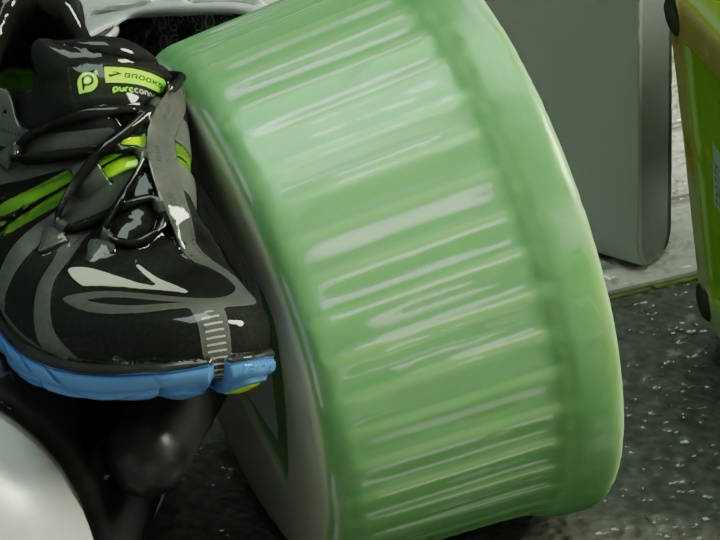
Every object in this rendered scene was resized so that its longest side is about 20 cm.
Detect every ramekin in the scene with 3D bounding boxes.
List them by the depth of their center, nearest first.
[{"bbox_3d":[0.000,0.000,0.959,0.097,0.201,0.200,-19,30,-14],"label":"ramekin"}]

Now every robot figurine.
[{"bbox_3d":[-0.125,0.060,0.922,0.124,0.151,0.200,30,29,-3],"label":"robot figurine"}]

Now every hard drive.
[{"bbox_3d":[0.038,-0.089,1.187,0.199,0.133,0.026,17,33,34],"label":"hard drive"}]

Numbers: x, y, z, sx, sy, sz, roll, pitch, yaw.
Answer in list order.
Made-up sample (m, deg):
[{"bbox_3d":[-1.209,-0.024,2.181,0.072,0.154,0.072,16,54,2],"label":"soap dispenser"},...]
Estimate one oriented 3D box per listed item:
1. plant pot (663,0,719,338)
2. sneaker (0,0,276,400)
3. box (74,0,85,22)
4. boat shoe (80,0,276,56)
[{"bbox_3d":[0.217,-0.033,1.003,0.180,0.201,0.199,-14,29,-8],"label":"plant pot"},{"bbox_3d":[-0.083,-0.025,0.879,0.070,0.083,0.200,-3,32,-25],"label":"sneaker"},{"bbox_3d":[-0.207,-0.021,1.113,0.198,0.105,0.182,-3,28,2],"label":"box"},{"bbox_3d":[-0.097,-0.083,1.215,0.199,0.073,0.068,2,3,32],"label":"boat shoe"}]
